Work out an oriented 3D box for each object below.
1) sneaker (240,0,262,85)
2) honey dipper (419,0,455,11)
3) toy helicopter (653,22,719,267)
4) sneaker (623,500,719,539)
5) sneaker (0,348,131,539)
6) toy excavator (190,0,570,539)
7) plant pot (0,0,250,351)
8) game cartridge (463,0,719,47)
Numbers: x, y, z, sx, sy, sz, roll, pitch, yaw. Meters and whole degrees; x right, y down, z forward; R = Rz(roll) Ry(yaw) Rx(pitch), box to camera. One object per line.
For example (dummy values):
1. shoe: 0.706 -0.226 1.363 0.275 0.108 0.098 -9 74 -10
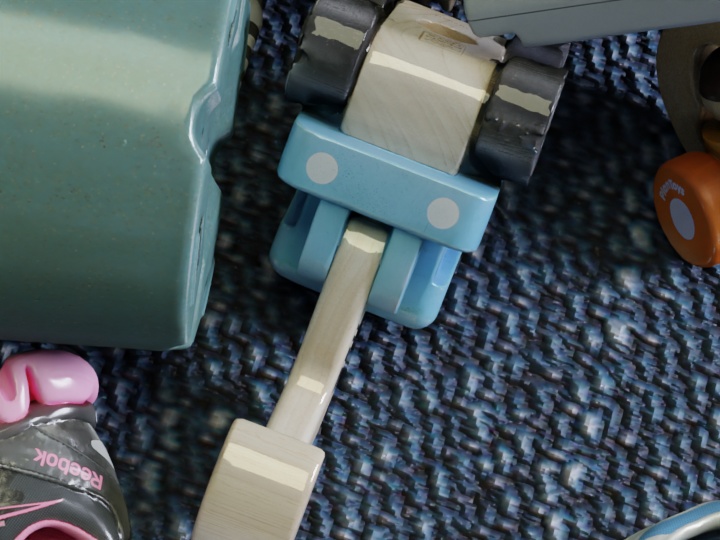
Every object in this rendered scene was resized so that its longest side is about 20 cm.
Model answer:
1. sneaker: -0.136 -0.109 1.050 0.200 0.076 0.116 11 58 -7
2. honey dipper: -0.052 -0.153 1.117 0.199 0.038 0.038 16 60 4
3. toy helicopter: 0.167 -0.087 1.020 0.079 0.200 0.133 -21 87 -20
4. sneaker: 0.088 0.139 0.957 0.200 0.073 0.072 -30 72 -22
5. sneaker: -0.170 0.103 0.935 0.200 0.079 0.096 -22 79 -19
6. toy excavator: 0.000 0.000 1.007 0.100 0.201 0.194 20 15 2
7. plant pot: -0.144 -0.058 0.940 0.195 0.200 0.201 9 60 -1
8. game cartridge: 0.124 -0.158 1.020 0.133 0.042 0.200 -10 33 25
